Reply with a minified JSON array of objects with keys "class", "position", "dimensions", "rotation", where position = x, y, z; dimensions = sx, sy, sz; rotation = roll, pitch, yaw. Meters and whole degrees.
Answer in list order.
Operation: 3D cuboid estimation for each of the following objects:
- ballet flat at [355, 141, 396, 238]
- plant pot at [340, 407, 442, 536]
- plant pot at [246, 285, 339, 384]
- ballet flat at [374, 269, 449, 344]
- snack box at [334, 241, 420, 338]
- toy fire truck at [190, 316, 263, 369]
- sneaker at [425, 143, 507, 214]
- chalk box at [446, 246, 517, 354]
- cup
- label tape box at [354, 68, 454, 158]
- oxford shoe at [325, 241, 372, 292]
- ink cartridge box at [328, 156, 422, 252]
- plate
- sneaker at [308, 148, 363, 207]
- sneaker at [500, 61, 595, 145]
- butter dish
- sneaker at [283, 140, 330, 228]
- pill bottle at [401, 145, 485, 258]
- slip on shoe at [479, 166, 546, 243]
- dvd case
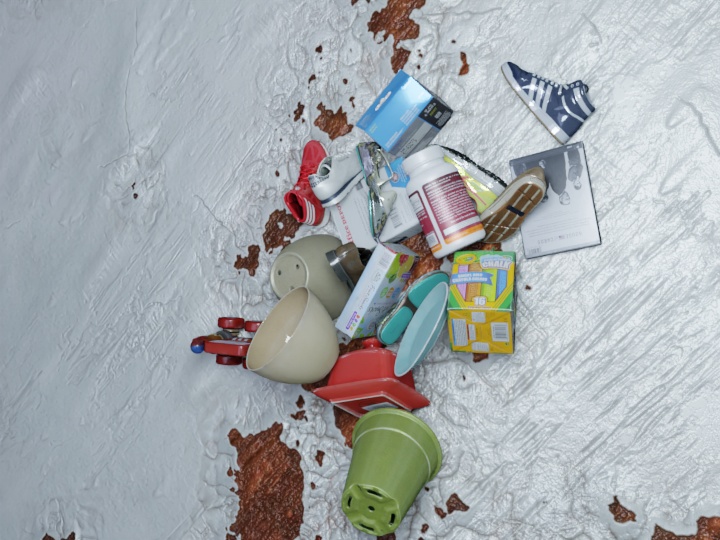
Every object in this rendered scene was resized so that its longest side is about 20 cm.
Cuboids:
[{"class":"ballet flat","position":[0.039,-0.170,1.459],"dimensions":[0.071,0.072,0.204],"rotation":[-14,81,26]},{"class":"plant pot","position":[0.047,0.411,1.414],"dimensions":[0.197,0.190,0.203],"rotation":[8,116,17]},{"class":"plant pot","position":[-0.120,0.153,1.455],"dimensions":[0.134,0.201,0.200],"rotation":[38,110,-21]},{"class":"ballet flat","position":[0.102,0.070,1.501],"dimensions":[0.200,0.074,0.074],"rotation":[-42,69,-5]},{"class":"snack box","position":[0.038,0.042,1.499],"dimensions":[0.053,0.142,0.202],"rotation":[33,102,23]},{"class":"toy fire truck","position":[-0.305,0.171,1.660],"dimensions":[0.197,0.167,0.114],"rotation":[4,89,27]},{"class":"sneaker","position":[0.202,-0.188,1.461],"dimensions":[0.199,0.078,0.091],"rotation":[40,112,25]},{"class":"chalk box","position":[0.238,0.043,1.372],"dimensions":[0.122,0.126,0.202],"rotation":[0,44,14]},{"class":"cup","position":[-0.123,0.015,1.585],"dimensions":[0.197,0.143,0.204],"rotation":[-1,88,28]},{"class":"label tape box","position":[0.095,-0.307,1.451],"dimensions":[0.145,0.199,0.063],"rotation":[-48,69,17]},{"class":"oxford shoe","position":[0.000,0.000,1.499],"dimensions":[0.084,0.200,0.073],"rotation":[-32,65,3]},{"class":"ink cartridge box","position":[0.048,-0.128,1.534],"dimensions":[0.198,0.083,0.147],"rotation":[-27,76,24]},{"class":"plate","position":[0.123,0.116,1.363],"dimensions":[0.025,0.200,0.202],"rotation":[27,102,-7]},{"class":"sneaker","position":[-0.038,-0.222,1.531],"dimensions":[0.076,0.201,0.081],"rotation":[-18,117,44]},{"class":"sneaker","position":[0.368,-0.354,1.381],"dimensions":[0.108,0.070,0.201],"rotation":[-42,77,25]},{"class":"butter dish","position":[0.025,0.215,1.497],"dimensions":[0.197,0.199,0.150],"rotation":[-14,58,27]},{"class":"sneaker","position":[-0.118,-0.202,1.606],"dimensions":[0.077,0.115,0.204],"rotation":[-9,84,27]},{"class":"pill bottle","position":[0.158,-0.136,1.400],"dimensions":[0.112,0.113,0.203],"rotation":[-24,87,24]},{"class":"slip on shoe","position":[0.293,-0.127,1.397],"dimensions":[0.075,0.061,0.201],"rotation":[27,140,-6]},{"class":"dvd case","position":[0.379,-0.135,1.394],"dimensions":[0.148,0.025,0.204],"rotation":[-11,83,27]}]
